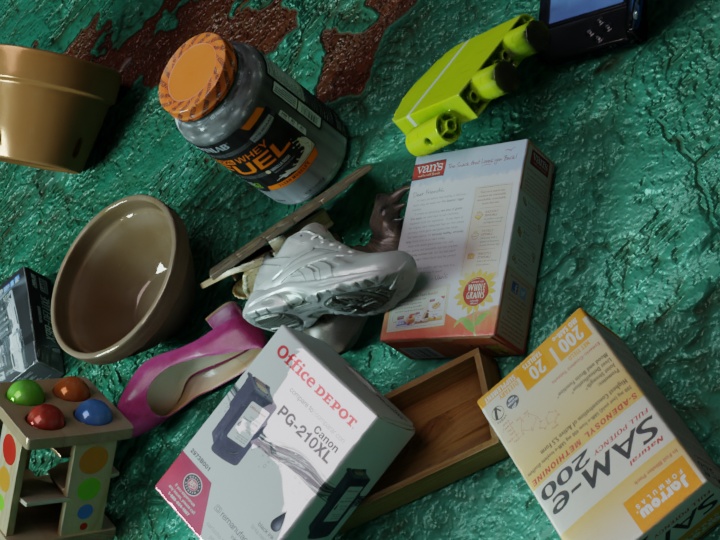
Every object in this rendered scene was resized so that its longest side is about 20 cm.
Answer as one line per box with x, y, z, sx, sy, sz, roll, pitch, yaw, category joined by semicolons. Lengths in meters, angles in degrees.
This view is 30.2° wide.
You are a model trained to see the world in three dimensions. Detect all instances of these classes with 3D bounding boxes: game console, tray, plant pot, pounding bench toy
0.229;-0.326;1.302;0.170;0.118;0.201;-11;59;36;game console
0.046;0.160;1.245;0.199;0.037;0.099;-29;51;25;tray
-0.425;-0.208;1.755;0.199;0.199;0.141;10;89;43;plant pot
-0.255;0.022;1.537;0.200;0.093;0.202;-21;55;32;plant pot
-0.356;0.185;1.469;0.200;0.124;0.157;34;117;46;pounding bench toy

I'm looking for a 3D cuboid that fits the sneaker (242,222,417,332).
-0.032;-0.005;1.289;0.199;0.078;0.100;-12;64;33;sneaker

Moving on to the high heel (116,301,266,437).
-0.183;0.124;1.439;0.200;0.067;0.096;-40;35;-1;high heel

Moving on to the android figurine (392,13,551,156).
0.105;-0.187;1.339;0.182;0.041;0.200;-53;18;-27;android figurine

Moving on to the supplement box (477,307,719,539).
0.199;0.147;1.094;0.126;0.073;0.200;-44;46;13;supplement box

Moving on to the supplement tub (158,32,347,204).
-0.117;-0.165;1.447;0.122;0.200;0.123;-20;55;32;supplement tub

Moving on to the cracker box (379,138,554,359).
0.103;-0.018;1.279;0.133;0.058;0.201;-5;64;40;cracker box

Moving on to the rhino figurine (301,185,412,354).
0.000;0.000;1.353;0.201;0.060;0.087;-57;42;4;rhino figurine

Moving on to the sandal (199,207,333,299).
-0.093;0.006;1.422;0.211;0.070;0.078;-28;5;45;sandal

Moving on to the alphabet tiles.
-0.075;-0.052;1.401;0.199;0.008;0.167;-34;5;-4;alphabet tiles

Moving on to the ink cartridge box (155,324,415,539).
-0.069;0.173;1.232;0.145;0.084;0.200;41;95;31;ink cartridge box

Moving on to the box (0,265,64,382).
-0.468;0.115;1.697;0.200;0.050;0.158;-35;49;20;box
